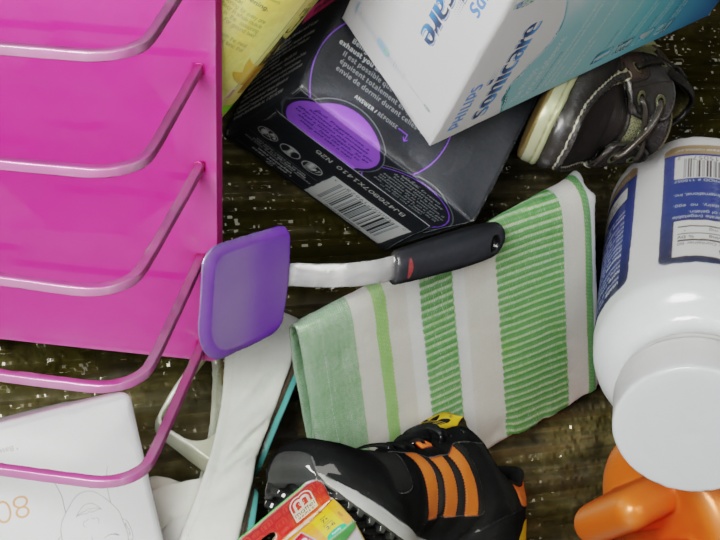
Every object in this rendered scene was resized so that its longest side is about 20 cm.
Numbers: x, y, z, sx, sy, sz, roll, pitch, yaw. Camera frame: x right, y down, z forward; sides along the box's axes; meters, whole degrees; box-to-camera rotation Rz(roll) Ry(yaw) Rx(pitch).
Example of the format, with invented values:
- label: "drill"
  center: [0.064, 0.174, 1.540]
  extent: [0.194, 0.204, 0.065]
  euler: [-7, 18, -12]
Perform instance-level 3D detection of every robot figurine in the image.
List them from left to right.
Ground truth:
- label: "robot figurine"
  center: [0.222, 0.129, 0.938]
  extent: [0.198, 0.144, 0.118]
  euler: [-21, 132, -27]

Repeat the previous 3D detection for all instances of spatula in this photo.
- label: "spatula"
  center: [0.000, 0.000, 0.772]
  extent: [0.198, 0.020, 0.057]
  euler: [-11, 116, -39]

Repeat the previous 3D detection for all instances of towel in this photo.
- label: "towel"
  center: [0.052, 0.046, 0.876]
  extent: [0.199, 0.023, 0.154]
  euler: [-27, 130, -26]

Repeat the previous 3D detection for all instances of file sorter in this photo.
- label: "file sorter"
  center: [-0.137, -0.028, 0.676]
  extent: [0.137, 0.126, 0.202]
  euler: [6, 120, 6]

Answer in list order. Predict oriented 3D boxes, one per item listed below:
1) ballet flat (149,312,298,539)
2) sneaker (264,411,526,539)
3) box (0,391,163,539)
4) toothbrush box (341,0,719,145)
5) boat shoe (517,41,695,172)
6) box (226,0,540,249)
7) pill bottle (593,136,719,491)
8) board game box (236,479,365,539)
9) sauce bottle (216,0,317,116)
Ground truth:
- label: "ballet flat"
  center: [-0.078, 0.102, 0.809]
  extent: [0.069, 0.069, 0.202]
  euler: [30, 52, -20]
- label: "sneaker"
  center: [0.023, 0.108, 0.831]
  extent: [0.200, 0.069, 0.091]
  euler: [37, 58, -45]
- label: "box"
  center: [-0.168, 0.173, 0.743]
  extent: [0.151, 0.106, 0.202]
  euler: [-12, 88, -28]
- label: "toothbrush box"
  center: [0.107, -0.163, 0.774]
  extent: [0.199, 0.147, 0.086]
  euler: [-28, 74, -26]
- label: "boat shoe"
  center: [0.145, -0.093, 0.902]
  extent: [0.064, 0.074, 0.200]
  euler: [32, 30, 12]
- label: "box"
  center: [0.035, -0.131, 0.883]
  extent: [0.122, 0.106, 0.201]
  euler: [36, 69, -18]
- label: "pill bottle"
  center: [0.185, 0.023, 0.888]
  extent: [0.111, 0.111, 0.201]
  euler: [40, 34, -16]
- label: "board game box"
  center: [-0.016, 0.194, 0.767]
  extent: [0.095, 0.030, 0.201]
  euler: [-38, 126, -15]
- label: "sauce bottle"
  center: [-0.042, -0.138, 0.707]
  extent: [0.064, 0.200, 0.065]
  euler: [31, 33, -23]
